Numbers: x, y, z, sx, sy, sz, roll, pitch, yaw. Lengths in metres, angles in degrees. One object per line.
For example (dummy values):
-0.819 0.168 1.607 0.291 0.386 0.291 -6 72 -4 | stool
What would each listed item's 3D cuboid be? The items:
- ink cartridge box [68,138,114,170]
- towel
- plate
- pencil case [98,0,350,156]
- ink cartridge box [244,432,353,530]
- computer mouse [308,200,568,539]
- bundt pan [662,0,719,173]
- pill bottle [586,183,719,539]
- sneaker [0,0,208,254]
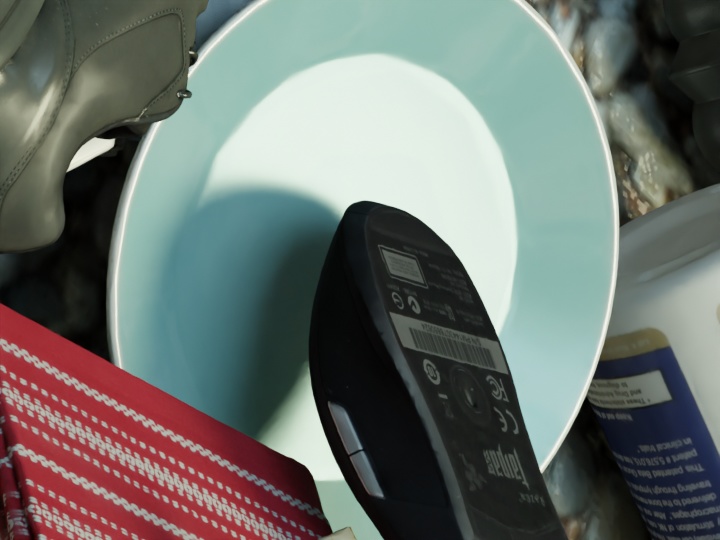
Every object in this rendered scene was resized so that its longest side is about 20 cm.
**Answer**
-0.182 -0.058 0.782 0.200 0.082 0.147 -30 102 -42 | ink cartridge box
-0.041 0.100 0.760 0.144 0.022 0.201 30 25 -38 | towel
0.000 0.000 0.895 0.199 0.025 0.202 -8 104 -37 | plate
-0.020 -0.066 0.935 0.199 0.083 0.091 16 65 -40 | pencil case
-0.039 0.134 0.903 0.200 0.043 0.199 -46 112 -37 | ink cartridge box
0.011 0.072 0.815 0.140 0.046 0.201 8 55 -59 | computer mouse
0.195 -0.095 1.144 0.201 0.075 0.204 10 75 -40 | bundt pan
0.156 0.074 1.050 0.111 0.111 0.201 -36 106 -41 | pill bottle
-0.074 -0.088 0.794 0.200 0.076 0.091 -54 126 -29 | sneaker
